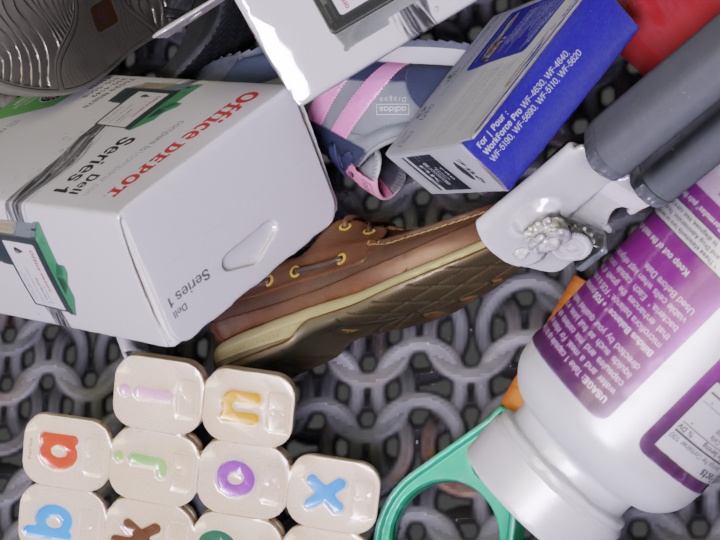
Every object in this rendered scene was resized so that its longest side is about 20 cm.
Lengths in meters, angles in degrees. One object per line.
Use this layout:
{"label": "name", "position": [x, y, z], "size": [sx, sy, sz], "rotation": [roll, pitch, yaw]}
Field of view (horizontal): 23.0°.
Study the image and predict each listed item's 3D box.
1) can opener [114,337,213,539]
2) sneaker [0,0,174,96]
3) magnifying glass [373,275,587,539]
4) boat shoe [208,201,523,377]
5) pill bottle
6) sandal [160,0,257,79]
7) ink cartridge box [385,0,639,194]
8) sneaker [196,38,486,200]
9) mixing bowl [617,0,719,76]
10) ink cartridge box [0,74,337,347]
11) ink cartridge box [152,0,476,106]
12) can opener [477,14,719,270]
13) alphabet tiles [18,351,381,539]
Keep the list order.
{"label": "can opener", "position": [-0.108, 0.064, 1.015], "size": [0.066, 0.053, 0.200], "rotation": [-26, 68, 18]}
{"label": "sneaker", "position": [-0.196, -0.143, 1.044], "size": [0.106, 0.200, 0.075], "rotation": [-4, 106, 32]}
{"label": "magnifying glass", "position": [0.073, 0.095, 0.935], "size": [0.080, 0.022, 0.200], "rotation": [32, 92, 29]}
{"label": "boat shoe", "position": [0.000, 0.000, 0.965], "size": [0.200, 0.072, 0.068], "rotation": [-23, 71, 23]}
{"label": "pill bottle", "position": [0.148, 0.045, 0.858], "size": [0.200, 0.112, 0.112], "rotation": [-47, 63, 9]}
{"label": "sandal", "position": [-0.073, -0.161, 0.991], "size": [0.075, 0.200, 0.048], "rotation": [-29, 83, -25]}
{"label": "ink cartridge box", "position": [0.072, -0.084, 0.839], "size": [0.039, 0.200, 0.099], "rotation": [39, 86, -8]}
{"label": "sneaker", "position": [-0.009, -0.081, 0.991], "size": [0.200, 0.070, 0.082], "rotation": [0, 76, 28]}
{"label": "mixing bowl", "position": [0.199, -0.141, 0.853], "size": [0.200, 0.200, 0.108], "rotation": [-20, 101, 21]}
{"label": "ink cartridge box", "position": [-0.136, -0.040, 0.974], "size": [0.200, 0.084, 0.146], "rotation": [7, 37, 40]}
{"label": "ink cartridge box", "position": [0.002, -0.140, 0.870], "size": [0.200, 0.116, 0.068], "rotation": [-30, 98, 2]}
{"label": "can opener", "position": [0.127, -0.063, 0.799], "size": [0.200, 0.053, 0.066], "rotation": [-39, 34, 42]}
{"label": "alphabet tiles", "position": [-0.089, 0.146, 0.955], "size": [0.196, 0.015, 0.200], "rotation": [7, 102, 8]}
